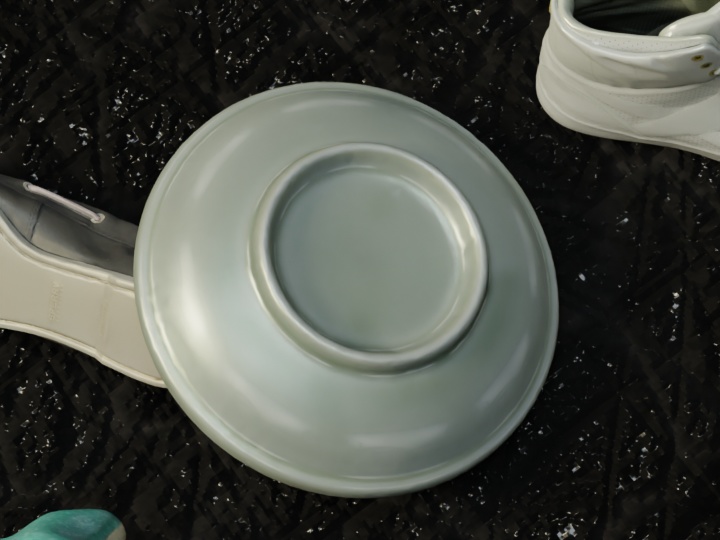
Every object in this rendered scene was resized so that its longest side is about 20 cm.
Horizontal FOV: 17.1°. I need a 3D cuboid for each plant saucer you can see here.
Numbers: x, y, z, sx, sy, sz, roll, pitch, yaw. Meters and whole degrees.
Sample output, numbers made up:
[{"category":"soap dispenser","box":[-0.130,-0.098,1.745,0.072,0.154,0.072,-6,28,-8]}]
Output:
[{"category":"plant saucer","box":[0.000,0.000,1.074,0.200,0.050,0.200,5,69,-13]}]

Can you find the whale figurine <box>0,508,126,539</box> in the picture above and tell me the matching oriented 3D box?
[{"category":"whale figurine","box":[-0.199,0.153,1.030,0.200,0.159,0.104,-34,95,12]}]

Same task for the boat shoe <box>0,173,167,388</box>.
[{"category":"boat shoe","box":[-0.145,-0.003,1.129,0.200,0.057,0.067,25,114,16]}]

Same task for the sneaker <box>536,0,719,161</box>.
[{"category":"sneaker","box":[0.180,-0.093,1.082,0.200,0.116,0.074,5,73,5]}]
